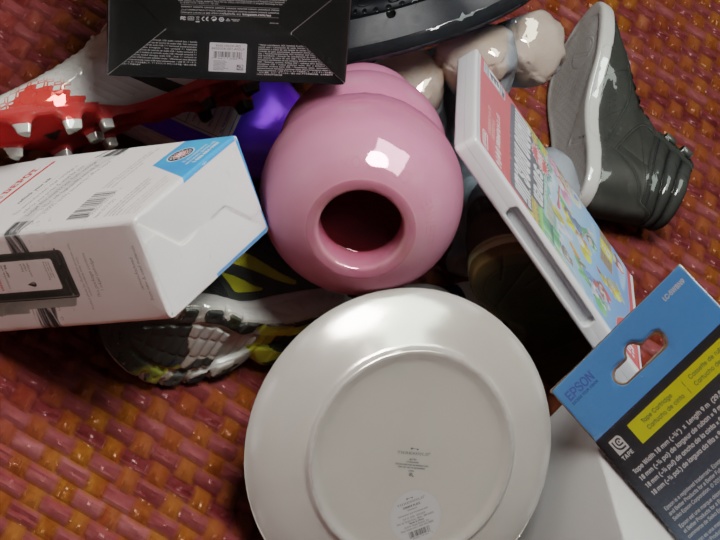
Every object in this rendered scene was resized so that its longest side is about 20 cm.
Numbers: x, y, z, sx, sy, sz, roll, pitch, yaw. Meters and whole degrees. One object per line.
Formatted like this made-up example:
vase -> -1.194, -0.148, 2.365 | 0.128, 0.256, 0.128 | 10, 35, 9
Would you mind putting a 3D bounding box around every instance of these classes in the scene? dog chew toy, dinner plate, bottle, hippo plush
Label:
dog chew toy -> 0.001, -0.068, 1.577 | 0.124, 0.125, 0.200 | 28, 23, -13
dinner plate -> 0.027, 0.111, 1.527 | 0.200, 0.200, 0.024 | 19, 3, -21
bottle -> -0.087, -0.105, 1.683 | 0.200, 0.065, 0.084 | 24, 63, -6
hippo plush -> 0.065, -0.076, 1.748 | 0.159, 0.200, 0.161 | -19, 92, -29

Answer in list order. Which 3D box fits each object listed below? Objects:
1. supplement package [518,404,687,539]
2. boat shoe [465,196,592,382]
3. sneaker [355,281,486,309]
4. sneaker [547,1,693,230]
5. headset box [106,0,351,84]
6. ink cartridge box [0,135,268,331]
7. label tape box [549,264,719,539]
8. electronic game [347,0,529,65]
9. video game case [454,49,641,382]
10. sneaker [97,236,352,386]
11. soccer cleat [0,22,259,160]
supplement package -> 0.177, 0.191, 1.598 | 0.117, 0.117, 0.200 | 9, 51, -30
boat shoe -> 0.122, 0.012, 1.683 | 0.200, 0.073, 0.065 | 54, 22, -57
sneaker -> 0.051, 0.093, 1.636 | 0.080, 0.076, 0.200 | 2, 47, -22
sneaker -> 0.200, -0.110, 1.914 | 0.099, 0.071, 0.200 | 22, 51, -22
headset box -> -0.084, -0.201, 1.592 | 0.148, 0.075, 0.200 | 2, 35, -4
ink cartridge box -> -0.172, -0.019, 1.519 | 0.116, 0.200, 0.068 | -44, 122, -48
label tape box -> 0.232, 0.100, 1.518 | 0.200, 0.144, 0.063 | 50, 41, 10
electronic game -> 0.028, -0.177, 1.719 | 0.200, 0.200, 0.042 | -37, 117, -47
video game case -> 0.121, -0.035, 1.620 | 0.200, 0.017, 0.143 | 54, 18, -21
sneaker -> -0.094, 0.019, 1.596 | 0.200, 0.074, 0.085 | 1, 48, -46
soccer cleat -> -0.156, -0.126, 1.606 | 0.200, 0.069, 0.085 | -15, 73, -18
